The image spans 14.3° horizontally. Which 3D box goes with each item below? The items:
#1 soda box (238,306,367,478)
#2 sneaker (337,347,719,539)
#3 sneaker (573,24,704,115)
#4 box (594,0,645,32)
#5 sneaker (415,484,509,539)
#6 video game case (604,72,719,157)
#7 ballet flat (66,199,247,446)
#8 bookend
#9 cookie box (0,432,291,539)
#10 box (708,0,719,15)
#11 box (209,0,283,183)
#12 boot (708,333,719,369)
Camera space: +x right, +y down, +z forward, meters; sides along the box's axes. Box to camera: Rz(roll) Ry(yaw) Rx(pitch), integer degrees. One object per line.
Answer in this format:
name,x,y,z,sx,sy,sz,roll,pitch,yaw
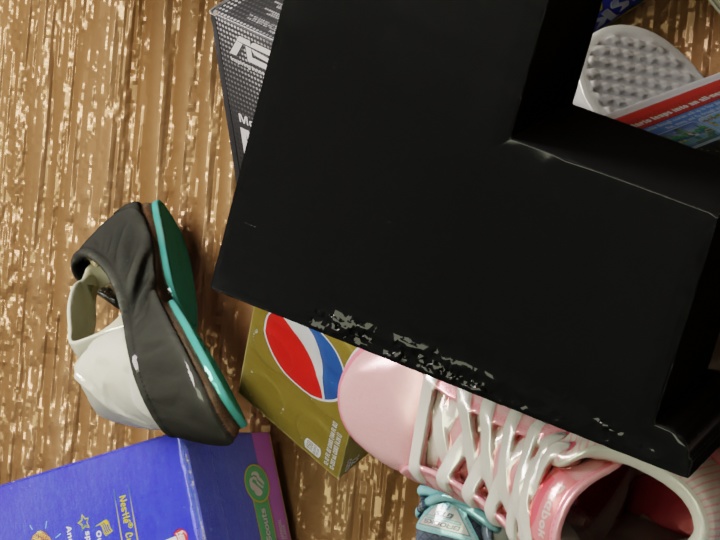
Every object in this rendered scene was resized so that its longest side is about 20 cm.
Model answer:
soda box,0.000,0.000,1.254,0.068,0.064,0.200,39,146,19
sneaker,0.067,0.072,1.138,0.200,0.105,0.076,16,107,23
sneaker,0.152,-0.011,1.248,0.200,0.074,0.082,60,160,12
box,0.093,-0.147,1.287,0.200,0.064,0.070,-32,71,32
sneaker,0.062,0.085,1.235,0.077,0.086,0.200,13,128,41
video game case,0.209,-0.034,1.147,0.200,0.143,0.017,28,123,34
ballet flat,-0.104,0.036,1.383,0.068,0.068,0.200,-27,29,2
bookend,0.070,-0.058,1.068,0.198,0.092,0.200,21,110,17
cookie box,-0.124,0.183,1.432,0.200,0.075,0.172,-18,79,36
box,0.206,-0.135,1.115,0.095,0.200,0.078,-47,62,27
box,0.024,-0.030,1.295,0.200,0.044,0.161,28,141,34
boot,0.206,0.036,1.128,0.146,0.200,0.070,-122,21,-43
